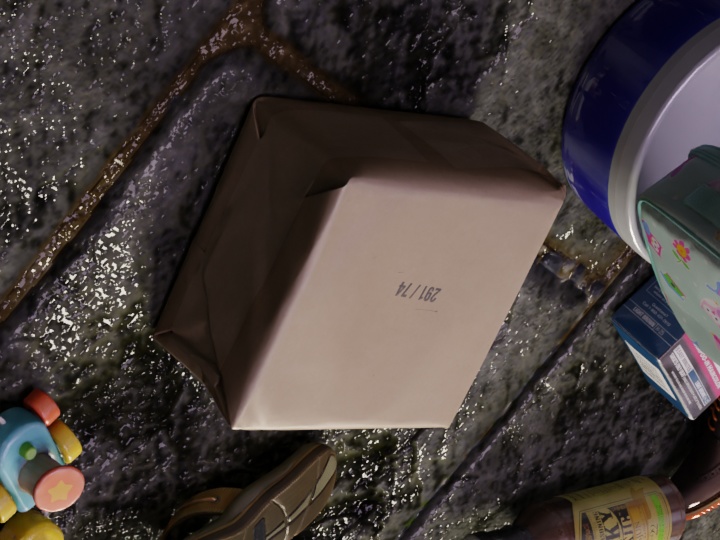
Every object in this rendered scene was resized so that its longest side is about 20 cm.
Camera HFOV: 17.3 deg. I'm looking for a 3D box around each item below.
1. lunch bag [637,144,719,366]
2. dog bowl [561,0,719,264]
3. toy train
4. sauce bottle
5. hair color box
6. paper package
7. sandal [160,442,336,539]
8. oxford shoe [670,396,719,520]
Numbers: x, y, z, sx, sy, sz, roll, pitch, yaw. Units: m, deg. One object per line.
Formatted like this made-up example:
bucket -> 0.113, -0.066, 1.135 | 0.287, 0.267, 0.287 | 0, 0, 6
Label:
lunch bag -> 0.271, 0.015, 1.537 | 0.077, 0.200, 0.161 | -37, 138, -13
dog bowl -> 0.237, -0.104, 1.627 | 0.199, 0.079, 0.201 | -24, 136, -25
toy train -> -0.231, 0.171, 1.436 | 0.150, 0.055, 0.202 | -7, 121, -49
sauce bottle -> 0.163, 0.205, 1.832 | 0.199, 0.065, 0.065 | -12, 130, -35
hair color box -> 0.290, 0.007, 1.782 | 0.200, 0.060, 0.100 | -44, 141, -5
paper package -> 0.000, 0.000, 1.486 | 0.199, 0.103, 0.192 | 3, 120, -44
sandal -> -0.096, 0.174, 1.592 | 0.200, 0.054, 0.081 | -37, 148, -34
oxford shoe -> 0.299, 0.110, 1.887 | 0.072, 0.071, 0.201 | 33, 102, -22
